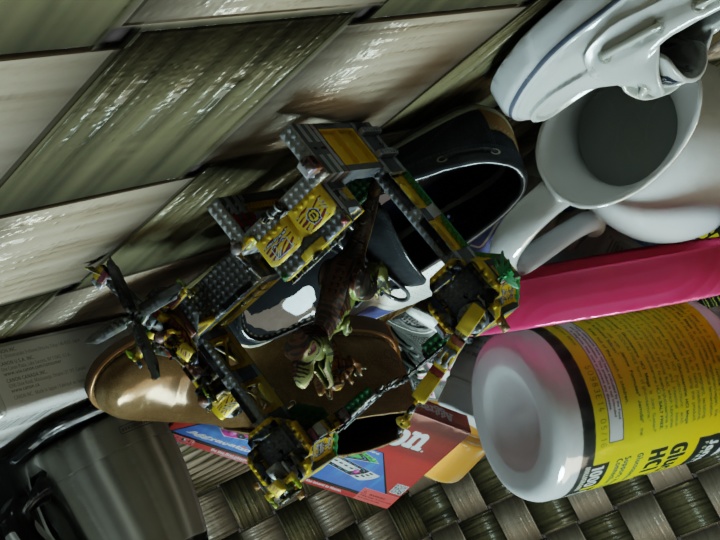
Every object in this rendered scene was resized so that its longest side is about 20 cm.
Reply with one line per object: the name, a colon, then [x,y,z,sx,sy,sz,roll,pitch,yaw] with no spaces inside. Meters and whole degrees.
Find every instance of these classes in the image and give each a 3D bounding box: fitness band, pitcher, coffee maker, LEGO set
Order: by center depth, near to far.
LEGO set: [-0.030,0.022,0.601,0.199,0.155,0.116,-33,174,22]
coffee maker: [-0.147,0.198,0.793,0.134,0.201,0.192,-23,169,-28]
pitcher: [0.167,-0.062,0.795,0.172,0.121,0.200,-48,159,18]
fitness band: [0.153,0.011,0.808,0.198,0.038,0.144,-11,-178,6]

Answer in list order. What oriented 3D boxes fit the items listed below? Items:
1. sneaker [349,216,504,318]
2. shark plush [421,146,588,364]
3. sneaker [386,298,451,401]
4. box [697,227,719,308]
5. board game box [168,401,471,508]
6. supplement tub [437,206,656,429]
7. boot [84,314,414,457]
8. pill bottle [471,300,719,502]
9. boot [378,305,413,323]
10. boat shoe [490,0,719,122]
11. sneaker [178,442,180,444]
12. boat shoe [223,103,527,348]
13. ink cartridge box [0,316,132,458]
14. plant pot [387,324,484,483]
sneaker: [-0.001,0.000,0.802,0.199,0.081,0.115,-31,173,31]
shark plush: [0.112,-0.010,0.924,0.083,0.090,0.202,-71,179,-69]
sneaker: [0.067,0.076,1.128,0.086,0.080,0.200,-47,132,9]
box: [0.277,-0.021,1.154,0.159,0.201,0.049,-34,168,36]
board game box: [-0.029,0.109,0.876,0.199,0.020,0.103,23,125,-31]
supplement tub: [0.159,0.043,0.963,0.201,0.131,0.132,-61,174,-6]
boot: [-0.058,0.070,0.732,0.198,0.076,0.074,-1,132,-25]
pill bottle: [0.184,0.080,0.844,0.198,0.113,0.112,-10,165,-24]
boot: [0.062,-0.017,0.986,0.199,0.067,0.175,-26,179,-19]
boat shoe: [0.139,-0.116,0.607,0.073,0.066,0.200,-22,169,-37]
sneaker: [-0.115,0.086,0.909,0.199,0.071,0.098,-28,-162,-10]
boat shoe: [0.006,-0.018,0.689,0.199,0.062,0.075,-32,129,0]
ink cartridge box: [-0.213,0.091,0.784,0.176,0.045,0.200,-33,170,27]
plant pot: [0.093,0.081,1.288,0.183,0.200,0.200,-47,166,15]
